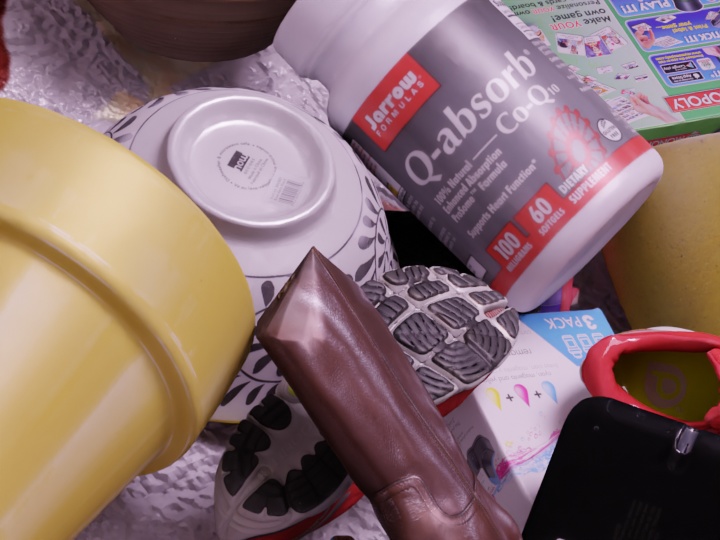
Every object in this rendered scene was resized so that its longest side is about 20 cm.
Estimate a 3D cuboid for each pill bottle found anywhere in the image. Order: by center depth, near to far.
[{"bbox_3d":[0.055,-0.084,1.582,0.200,0.116,0.116,44,42,8],"label":"pill bottle"}]

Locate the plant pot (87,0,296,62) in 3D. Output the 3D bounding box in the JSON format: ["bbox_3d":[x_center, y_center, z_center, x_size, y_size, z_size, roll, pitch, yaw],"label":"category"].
[{"bbox_3d":[-0.090,-0.182,1.666,0.201,0.093,0.201,5,35,-3],"label":"plant pot"}]

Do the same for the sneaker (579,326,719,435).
[{"bbox_3d":[0.204,0.071,1.493,0.200,0.077,0.085,8,-5,21],"label":"sneaker"}]

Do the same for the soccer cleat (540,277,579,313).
[{"bbox_3d":[0.085,-0.051,1.709,0.076,0.067,0.200,-1,51,-6],"label":"soccer cleat"}]

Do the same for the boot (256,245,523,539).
[{"bbox_3d":[0.004,0.093,1.341,0.200,0.064,0.186,60,16,-8],"label":"boot"}]

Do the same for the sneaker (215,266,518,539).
[{"bbox_3d":[-0.004,0.071,1.486,0.077,0.085,0.200,43,59,17],"label":"sneaker"}]

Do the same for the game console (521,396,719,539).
[{"bbox_3d":[0.162,0.188,1.475,0.176,0.116,0.200,19,81,18],"label":"game console"}]

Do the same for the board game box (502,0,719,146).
[{"bbox_3d":[0.140,-0.120,1.724,0.200,0.029,0.135,-10,51,-24],"label":"board game box"}]

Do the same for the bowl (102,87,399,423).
[{"bbox_3d":[-0.065,-0.029,1.528,0.201,0.094,0.201,7,52,-10],"label":"bowl"}]

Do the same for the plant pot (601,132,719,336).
[{"bbox_3d":[0.232,0.015,1.660,0.200,0.200,0.142,5,73,-29],"label":"plant pot"}]

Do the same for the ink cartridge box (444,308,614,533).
[{"bbox_3d":[0.111,0.120,1.552,0.115,0.068,0.200,-4,54,-35],"label":"ink cartridge box"}]

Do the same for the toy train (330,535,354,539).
[{"bbox_3d":[0.011,0.218,1.388,0.114,0.087,0.200,6,44,-39],"label":"toy train"}]

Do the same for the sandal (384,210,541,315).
[{"bbox_3d":[0.000,0.000,1.621,0.200,0.045,0.075,12,39,-3],"label":"sandal"}]

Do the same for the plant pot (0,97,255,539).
[{"bbox_3d":[-0.175,0.054,1.349,0.201,0.201,0.189,32,56,-3],"label":"plant pot"}]
